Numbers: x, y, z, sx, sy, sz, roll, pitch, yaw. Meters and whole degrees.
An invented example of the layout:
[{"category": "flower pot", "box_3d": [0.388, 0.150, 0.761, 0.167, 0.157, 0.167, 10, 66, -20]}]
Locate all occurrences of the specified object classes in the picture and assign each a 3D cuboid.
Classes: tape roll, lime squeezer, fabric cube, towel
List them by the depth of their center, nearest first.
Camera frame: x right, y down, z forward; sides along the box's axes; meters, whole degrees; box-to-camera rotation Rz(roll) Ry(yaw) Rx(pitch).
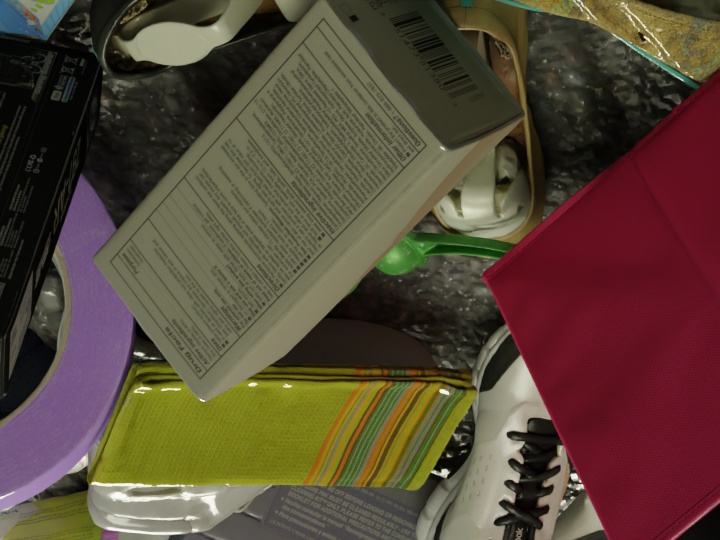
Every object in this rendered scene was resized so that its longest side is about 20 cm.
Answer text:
[{"category": "fabric cube", "box_3d": [0.211, 0.046, 1.011, 0.200, 0.200, 0.196, -42, 130, 18]}, {"category": "tape roll", "box_3d": [-0.213, 0.024, 1.108, 0.199, 0.201, 0.066, 14, 169, -3]}, {"category": "lime squeezer", "box_3d": [0.000, 0.000, 1.144, 0.199, 0.071, 0.038, -22, 110, 26]}, {"category": "towel", "box_3d": [-0.039, 0.085, 1.153, 0.199, 0.018, 0.086, 3, 129, -29]}]

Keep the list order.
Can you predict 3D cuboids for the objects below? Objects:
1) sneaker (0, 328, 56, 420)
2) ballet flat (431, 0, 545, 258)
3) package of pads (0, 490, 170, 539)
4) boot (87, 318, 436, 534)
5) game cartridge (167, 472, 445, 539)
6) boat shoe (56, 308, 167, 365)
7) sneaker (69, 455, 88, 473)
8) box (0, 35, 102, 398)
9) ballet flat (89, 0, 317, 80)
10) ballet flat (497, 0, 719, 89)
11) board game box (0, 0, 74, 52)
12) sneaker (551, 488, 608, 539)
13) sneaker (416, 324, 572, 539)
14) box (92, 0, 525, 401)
[{"category": "sneaker", "box_3d": [-0.230, 0.015, 1.172, 0.199, 0.070, 0.109, 26, 139, 32]}, {"category": "ballet flat", "box_3d": [0.054, -0.065, 1.087, 0.068, 0.063, 0.201, -2, 134, 10]}, {"category": "package of pads", "box_3d": [-0.129, 0.201, 1.377, 0.199, 0.068, 0.155, -14, 130, 22]}, {"category": "boot", "box_3d": [-0.058, 0.090, 1.218, 0.199, 0.074, 0.096, -8, 141, -22]}, {"category": "game cartridge", "box_3d": [-0.009, 0.166, 1.288, 0.199, 0.130, 0.038, 27, 170, -17]}, {"category": "boat shoe", "box_3d": [-0.109, 0.016, 1.195, 0.074, 0.065, 0.202, 32, 131, -19]}, {"category": "sneaker", "box_3d": [-0.233, 0.120, 1.292, 0.199, 0.088, 0.081, -18, 128, 34]}, {"category": "box", "box_3d": [-0.218, -0.039, 1.019, 0.159, 0.201, 0.044, 10, 134, 0]}, {"category": "ballet flat", "box_3d": [-0.042, -0.132, 1.036, 0.199, 0.069, 0.068, -19, 126, 26]}, {"category": "ballet flat", "box_3d": [0.107, -0.144, 0.997, 0.199, 0.071, 0.071, 22, 134, -22]}, {"category": "board game box", "box_3d": [-0.236, -0.168, 1.063, 0.199, 0.034, 0.134, 29, 132, -17]}, {"category": "sneaker", "box_3d": [0.164, 0.096, 1.230, 0.080, 0.074, 0.200, 37, 125, -9]}, {"category": "sneaker", "box_3d": [0.090, 0.111, 1.208, 0.073, 0.080, 0.201, 8, 121, -15]}, {"category": "box", "box_3d": [-0.028, -0.038, 1.030, 0.095, 0.078, 0.200, 52, 126, 8]}]
